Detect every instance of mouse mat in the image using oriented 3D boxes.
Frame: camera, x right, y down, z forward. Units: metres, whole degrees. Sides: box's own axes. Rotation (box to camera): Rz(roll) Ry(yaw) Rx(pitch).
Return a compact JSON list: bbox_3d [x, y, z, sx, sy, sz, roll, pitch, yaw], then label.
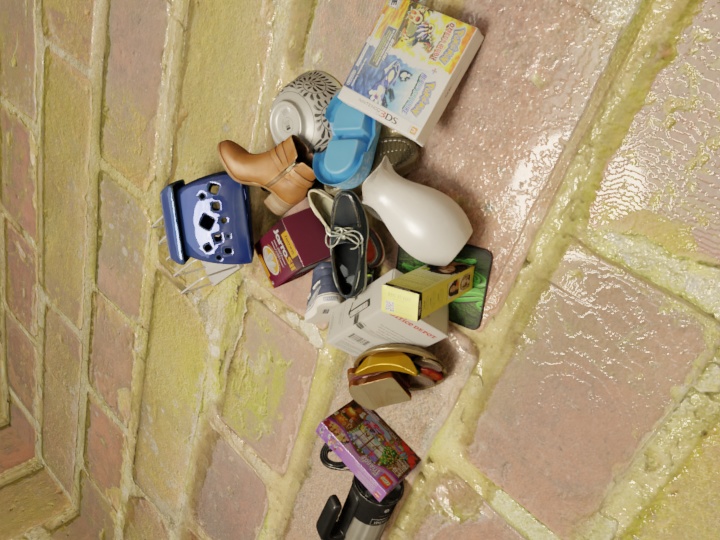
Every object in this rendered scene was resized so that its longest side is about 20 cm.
[{"bbox_3d":[0.150,0.012,1.098,0.199,0.008,0.162,20,116,32],"label":"mouse mat"}]

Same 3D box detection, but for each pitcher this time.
[{"bbox_3d":[0.091,-0.094,1.035,0.200,0.121,0.172,38,167,1],"label":"pitcher"}]

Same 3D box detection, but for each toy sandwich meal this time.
[{"bbox_3d":[0.068,0.213,1.122,0.204,0.071,0.206,5,145,4],"label":"toy sandwich meal"}]

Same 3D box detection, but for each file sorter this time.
[{"bbox_3d":[-0.419,-0.061,1.454,0.138,0.124,0.201,-28,86,40],"label":"file sorter"}]

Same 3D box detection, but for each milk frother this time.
[{"bbox_3d":[-0.018,0.512,1.331,0.200,0.179,0.189,-104,28,-56],"label":"milk frother"}]

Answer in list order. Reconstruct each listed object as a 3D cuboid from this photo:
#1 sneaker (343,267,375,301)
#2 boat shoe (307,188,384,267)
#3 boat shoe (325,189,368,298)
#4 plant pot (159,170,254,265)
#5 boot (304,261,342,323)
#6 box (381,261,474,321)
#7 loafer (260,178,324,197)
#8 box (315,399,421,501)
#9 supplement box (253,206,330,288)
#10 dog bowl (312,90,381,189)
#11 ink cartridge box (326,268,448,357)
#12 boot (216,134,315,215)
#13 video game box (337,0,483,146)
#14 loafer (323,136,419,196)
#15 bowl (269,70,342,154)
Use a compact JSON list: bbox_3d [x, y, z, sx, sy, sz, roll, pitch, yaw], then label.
[{"bbox_3d":[0.000,0.000,1.171,0.082,0.071,0.201,-11,94,46],"label":"sneaker"},{"bbox_3d":[-0.030,-0.085,1.120,0.071,0.063,0.200,-44,70,14],"label":"boat shoe"},{"bbox_3d":[-0.026,-0.049,1.056,0.074,0.062,0.201,2,93,14],"label":"boat shoe"},{"bbox_3d":[-0.336,-0.119,1.279,0.179,0.200,0.201,-6,104,-6],"label":"plant pot"},{"bbox_3d":[-0.080,0.052,1.240,0.200,0.072,0.091,130,137,-65],"label":"boot"},{"bbox_3d":[0.120,0.028,0.991,0.075,0.200,0.050,14,112,33],"label":"box"},{"bbox_3d":[-0.149,-0.184,1.238,0.200,0.068,0.071,21,128,35],"label":"loafer"},{"bbox_3d":[0.018,0.377,1.237,0.200,0.137,0.039,42,126,20],"label":"box"},{"bbox_3d":[-0.144,-0.045,1.226,0.200,0.085,0.111,-29,86,59],"label":"supplement box"},{"bbox_3d":[-0.019,-0.243,1.067,0.111,0.050,0.201,6,76,33],"label":"dog bowl"},{"bbox_3d":[0.052,0.099,1.105,0.146,0.085,0.200,30,137,-26],"label":"ink cartridge box"},{"bbox_3d":[-0.179,-0.216,1.131,0.200,0.077,0.155,48,133,-3],"label":"boot"},{"bbox_3d":[0.080,-0.341,0.973,0.182,0.047,0.201,34,102,23],"label":"video game box"},{"bbox_3d":[0.025,-0.191,1.093,0.199,0.067,0.077,-15,66,26],"label":"loafer"},{"bbox_3d":[-0.120,-0.297,1.156,0.200,0.094,0.202,13,112,34],"label":"bowl"}]
